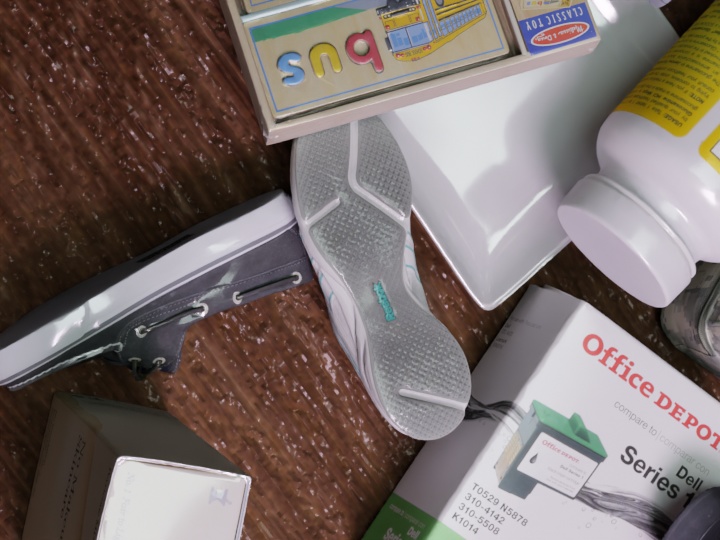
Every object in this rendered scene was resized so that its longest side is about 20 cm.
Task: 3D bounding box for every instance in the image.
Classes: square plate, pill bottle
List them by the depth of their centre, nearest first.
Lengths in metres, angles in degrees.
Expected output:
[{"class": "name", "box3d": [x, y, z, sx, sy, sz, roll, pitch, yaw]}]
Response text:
[{"class": "pill bottle", "box3d": [0.209, -0.079, 1.254, 0.200, 0.112, 0.112, -46, 106, -10]}, {"class": "square plate", "box3d": [0.087, -0.114, 1.285, 0.198, 0.028, 0.200, -40, 105, -9]}]

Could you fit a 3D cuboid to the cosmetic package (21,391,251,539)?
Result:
[{"class": "cosmetic package", "box3d": [-0.123, 0.133, 1.152, 0.073, 0.200, 0.104, 12, 91, -17]}]

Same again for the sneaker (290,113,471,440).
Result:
[{"class": "sneaker", "box3d": [0.000, 0.000, 1.243, 0.070, 0.080, 0.201, -17, 93, -16]}]

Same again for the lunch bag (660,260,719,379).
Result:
[{"class": "lunch bag", "box3d": [0.306, 0.039, 1.294, 0.200, 0.168, 0.140, 38, 84, -17]}]

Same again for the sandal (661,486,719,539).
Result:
[{"class": "sandal", "box3d": [0.240, 0.160, 1.300, 0.200, 0.043, 0.076, -5, 129, -54]}]

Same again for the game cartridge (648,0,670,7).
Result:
[{"class": "game cartridge", "box3d": [0.128, -0.260, 1.247, 0.200, 0.041, 0.133, 42, 54, -15]}]

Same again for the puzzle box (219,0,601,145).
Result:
[{"class": "puzzle box", "box3d": [0.021, -0.159, 1.221, 0.199, 0.025, 0.134, -17, 80, -11]}]

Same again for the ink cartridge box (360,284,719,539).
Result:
[{"class": "ink cartridge box", "box3d": [0.115, 0.130, 1.287, 0.146, 0.084, 0.201, 35, 85, -18]}]

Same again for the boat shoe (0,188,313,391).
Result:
[{"class": "boat shoe", "box3d": [-0.114, 0.026, 1.219, 0.199, 0.070, 0.067, -29, 102, -20]}]
